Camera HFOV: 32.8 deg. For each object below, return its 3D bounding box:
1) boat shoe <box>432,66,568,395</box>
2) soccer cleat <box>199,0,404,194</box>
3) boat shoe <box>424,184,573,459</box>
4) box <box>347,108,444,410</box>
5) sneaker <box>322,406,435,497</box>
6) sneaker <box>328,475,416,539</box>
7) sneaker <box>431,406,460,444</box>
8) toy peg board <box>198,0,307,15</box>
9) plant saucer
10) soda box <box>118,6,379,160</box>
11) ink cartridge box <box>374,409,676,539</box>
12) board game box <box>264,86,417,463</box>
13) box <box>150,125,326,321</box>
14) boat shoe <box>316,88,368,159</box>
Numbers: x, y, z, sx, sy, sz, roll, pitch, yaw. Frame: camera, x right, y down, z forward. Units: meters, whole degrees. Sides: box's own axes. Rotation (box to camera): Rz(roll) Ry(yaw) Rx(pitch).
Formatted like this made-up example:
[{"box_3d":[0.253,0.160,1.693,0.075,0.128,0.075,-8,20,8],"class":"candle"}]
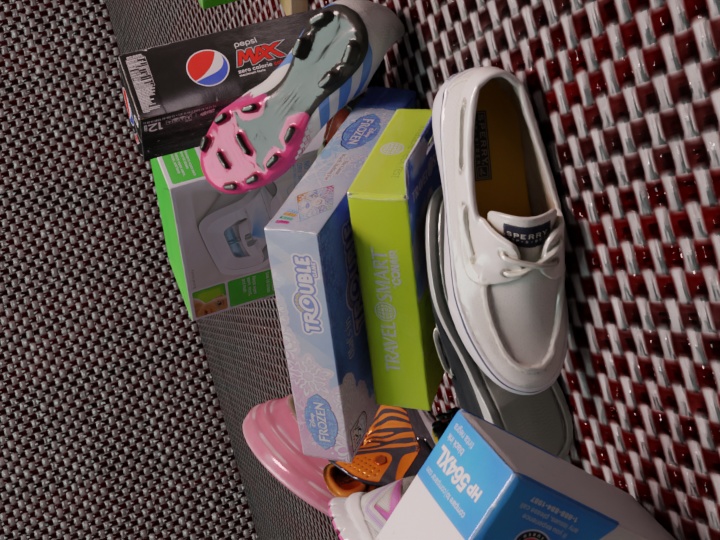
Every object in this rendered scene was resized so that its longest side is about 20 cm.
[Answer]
[{"box_3d":[0.089,-0.022,0.719,0.070,0.071,0.200,-164,65,-77],"class":"boat shoe"},{"box_3d":[-0.041,-0.126,0.922,0.200,0.086,0.070,-41,80,35],"class":"soccer cleat"},{"box_3d":[0.079,0.037,0.803,0.060,0.075,0.200,-179,74,-70],"class":"boat shoe"},{"box_3d":[0.036,-0.017,0.851,0.122,0.048,0.200,-63,-28,-51],"class":"box"},{"box_3d":[0.011,0.160,1.130,0.200,0.112,0.078,-137,33,-65],"class":"sneaker"},{"box_3d":[0.047,0.218,0.888,0.081,0.088,0.200,56,-178,-41],"class":"sneaker"},{"box_3d":[0.110,0.167,0.855,0.200,0.078,0.082,-114,9,-67],"class":"sneaker"},{"box_3d":[-0.125,-0.357,1.113,0.200,0.098,0.199,94,155,-54],"class":"toy peg board"},{"box_3d":[-0.022,0.187,1.231,0.051,0.200,0.201,-57,29,10],"class":"plant saucer"},{"box_3d":[-0.089,-0.153,0.982,0.071,0.200,0.063,107,145,-66],"class":"soda box"},{"box_3d":[0.069,0.202,0.682,0.200,0.146,0.084,-57,27,7],"class":"ink cartridge box"},{"box_3d":[0.000,0.000,0.898,0.199,0.043,0.200,-58,-31,-48],"class":"board game box"},{"box_3d":[-0.105,-0.068,1.194,0.200,0.176,0.097,92,158,-51],"class":"box"},{"box_3d":[-0.011,-0.076,1.021,0.071,0.063,0.200,47,157,21],"class":"boat shoe"}]
